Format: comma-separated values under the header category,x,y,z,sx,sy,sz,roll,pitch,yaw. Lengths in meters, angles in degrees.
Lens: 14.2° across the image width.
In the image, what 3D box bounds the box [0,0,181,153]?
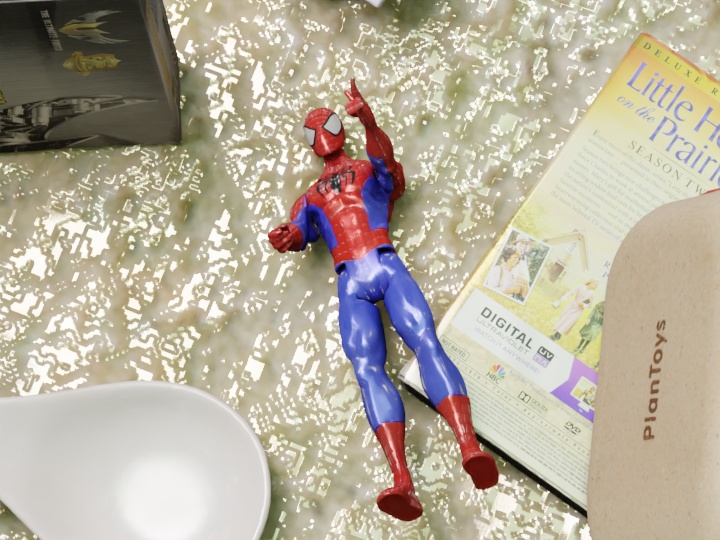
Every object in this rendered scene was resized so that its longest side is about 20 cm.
category,x,y,z,sx,sy,sz,roll,pitch,yaw
box,-0.165,-0.103,1.268,0.157,0.200,0.049,-3,75,0

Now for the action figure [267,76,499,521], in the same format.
category,x,y,z,sx,sy,sz,roll,pitch,yaw
action figure,0.000,0.000,1.279,0.065,0.099,0.201,-23,59,9

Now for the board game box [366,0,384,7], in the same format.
category,x,y,z,sx,sy,sz,roll,pitch,yaw
board game box,-0.024,-0.255,1.303,0.199,0.041,0.201,31,96,-2

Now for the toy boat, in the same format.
category,x,y,z,sx,sy,sz,roll,pitch,yaw
toy boat,0.179,0.067,1.245,0.130,0.130,0.201,11,79,-26

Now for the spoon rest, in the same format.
category,x,y,z,sx,sy,sz,roll,pitch,yaw
spoon rest,-0.138,0.088,1.299,0.199,0.061,0.100,13,80,5

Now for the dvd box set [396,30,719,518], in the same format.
category,x,y,z,sx,sy,sz,roll,pitch,yaw
dvd box set,0.131,0.011,1.319,0.146,0.029,0.200,34,82,8
